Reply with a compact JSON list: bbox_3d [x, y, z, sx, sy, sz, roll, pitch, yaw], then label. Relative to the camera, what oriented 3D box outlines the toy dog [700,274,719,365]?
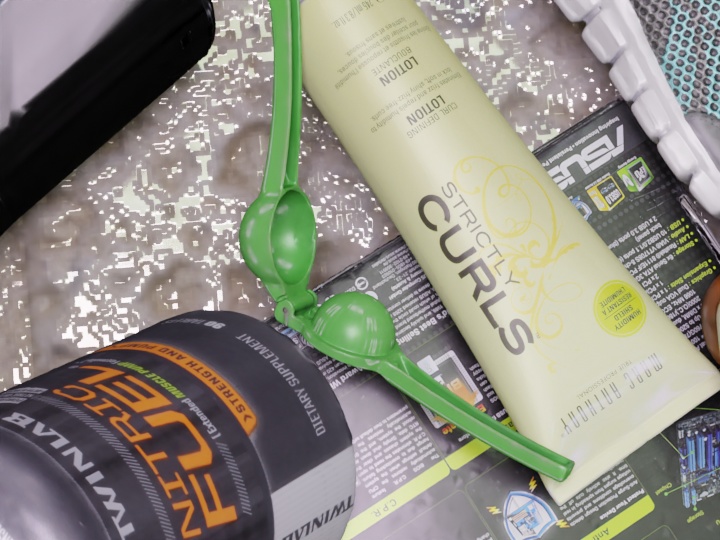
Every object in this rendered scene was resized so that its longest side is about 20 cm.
[{"bbox_3d":[0.222,0.014,0.789,0.199,0.140,0.195,-19,108,-15],"label":"toy dog"}]

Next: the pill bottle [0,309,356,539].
[{"bbox_3d":[-0.094,0.087,0.735,0.106,0.200,0.107,10,109,29],"label":"pill bottle"}]

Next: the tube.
[{"bbox_3d":[0.045,-0.020,0.816,0.058,0.052,0.200,-38,82,30],"label":"tube"}]

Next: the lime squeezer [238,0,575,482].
[{"bbox_3d":[0.000,0.000,0.808,0.070,0.038,0.201,-31,84,12],"label":"lime squeezer"}]

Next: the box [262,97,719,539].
[{"bbox_3d":[0.067,0.067,0.849,0.200,0.048,0.194,-33,87,-9],"label":"box"}]

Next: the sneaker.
[{"bbox_3d":[0.136,-0.094,0.849,0.091,0.078,0.200,-35,87,20],"label":"sneaker"}]

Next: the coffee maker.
[{"bbox_3d":[-0.147,-0.049,0.819,0.200,0.135,0.192,-44,111,-8],"label":"coffee maker"}]
